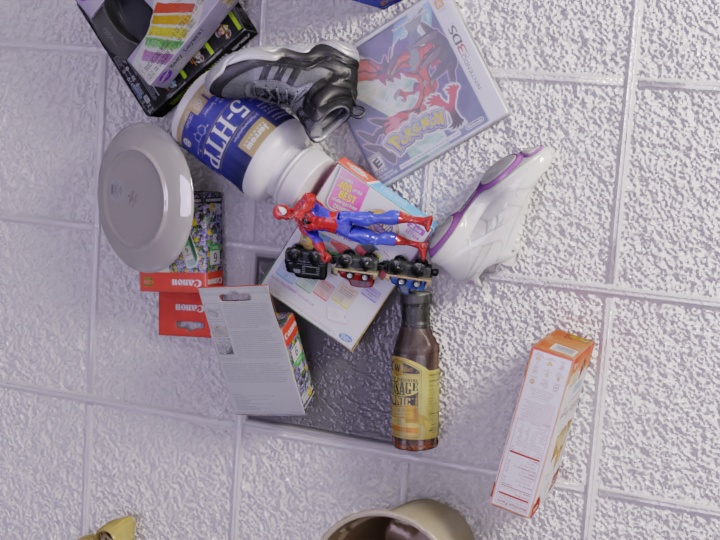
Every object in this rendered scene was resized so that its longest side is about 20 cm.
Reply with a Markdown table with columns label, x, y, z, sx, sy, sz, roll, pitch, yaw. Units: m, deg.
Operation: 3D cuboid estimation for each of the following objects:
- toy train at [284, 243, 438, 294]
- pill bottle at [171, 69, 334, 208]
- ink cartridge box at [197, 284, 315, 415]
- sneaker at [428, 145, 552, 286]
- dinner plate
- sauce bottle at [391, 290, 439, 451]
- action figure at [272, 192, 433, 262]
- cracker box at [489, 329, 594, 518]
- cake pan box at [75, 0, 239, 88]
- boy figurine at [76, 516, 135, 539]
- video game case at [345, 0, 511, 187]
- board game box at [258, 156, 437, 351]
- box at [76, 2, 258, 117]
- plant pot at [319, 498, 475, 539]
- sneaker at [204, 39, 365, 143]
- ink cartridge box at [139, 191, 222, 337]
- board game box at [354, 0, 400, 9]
| label | x | y | z | sx | sy | sz | roll | pitch | yaw |
| --- | --- | --- | --- | --- | --- | --- | --- | --- | --- |
| toy train | 0.000 | 0.000 | 1.547 | 0.197 | 0.034 | 0.046 | 7 | 109 | 9 |
| pill bottle | -0.136 | -0.163 | 1.595 | 0.199 | 0.120 | 0.120 | 36 | 107 | 14 |
| ink cartridge box | -0.135 | 0.097 | 1.619 | 0.108 | 0.050 | 0.202 | -2 | 118 | 22 |
| sneaker | 0.176 | -0.068 | 1.518 | 0.099 | 0.075 | 0.200 | 38 | 106 | -12 |
| dinner plate | -0.297 | -0.097 | 1.643 | 0.199 | 0.024 | 0.203 | 5 | 97 | 41 |
| sauce bottle | 0.070 | 0.128 | 1.573 | 0.065 | 0.066 | 0.203 | 0 | 95 | 22 |
| action figure | -0.017 | -0.046 | 1.501 | 0.198 | 0.099 | 0.066 | 11 | 120 | 7 |
| cracker box | 0.221 | 0.182 | 1.480 | 0.057 | 0.134 | 0.202 | 18 | 103 | 18 |
| cake pan box | -0.267 | -0.370 | 1.616 | 0.200 | 0.052 | 0.185 | -45 | 75 | 18 |
| boy figurine | -0.385 | 0.442 | 1.788 | 0.124 | 0.064 | 0.200 | 45 | 112 | 14 |
| video game case | 0.066 | -0.230 | 1.558 | 0.199 | 0.023 | 0.184 | -29 | 84 | 22 |
| board game box | -0.016 | -0.020 | 1.585 | 0.152 | 0.040 | 0.201 | 35 | 108 | 0 |
| box | -0.266 | -0.345 | 1.668 | 0.193 | 0.047 | 0.201 | -37 | 81 | 18 |
| plant pot | 0.059 | 0.376 | 1.538 | 0.198 | 0.183 | 0.203 | 2 | 96 | 21 |
| sneaker | -0.091 | -0.217 | 1.524 | 0.197 | 0.076 | 0.115 | -10 | 68 | -6 |
| ink cartridge box | -0.247 | -0.007 | 1.683 | 0.108 | 0.050 | 0.203 | 1 | 95 | 22 |
| board game box | -0.012 | -0.429 | 1.509 | 0.044 | 0.134 | 0.202 | -22 | 87 | 21 |
